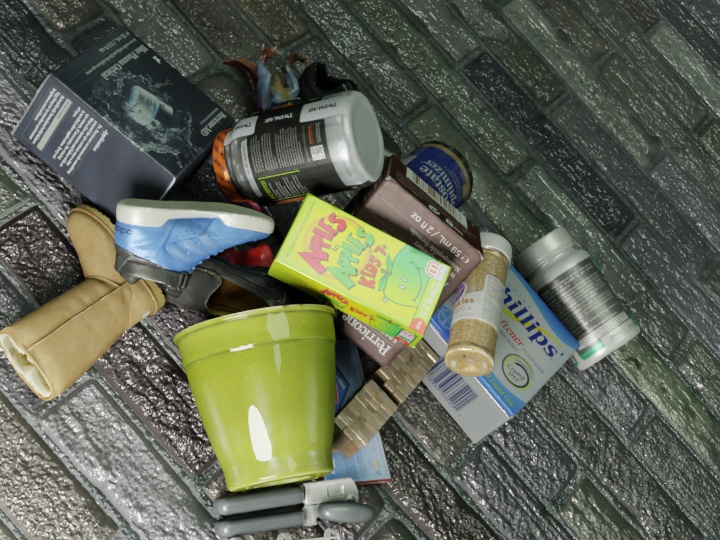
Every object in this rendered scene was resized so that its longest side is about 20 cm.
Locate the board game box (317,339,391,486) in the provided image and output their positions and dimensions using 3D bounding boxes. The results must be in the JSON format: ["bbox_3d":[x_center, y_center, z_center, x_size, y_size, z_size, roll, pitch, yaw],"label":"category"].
[{"bbox_3d":[-0.029,0.186,1.579,0.102,0.019,0.201,2,61,-34],"label":"board game box"}]

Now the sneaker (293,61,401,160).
[{"bbox_3d":[-0.018,-0.229,1.777,0.200,0.091,0.076,37,42,6],"label":"sneaker"}]

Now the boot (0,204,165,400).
[{"bbox_3d":[-0.351,0.031,1.439,0.175,0.066,0.200,48,50,3],"label":"boot"}]

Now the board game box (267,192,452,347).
[{"bbox_3d":[0.000,0.000,1.458,0.199,0.048,0.102,27,64,-4],"label":"board game box"}]

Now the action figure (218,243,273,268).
[{"bbox_3d":[-0.188,-0.006,1.575,0.199,0.099,0.066,14,54,2],"label":"action figure"}]

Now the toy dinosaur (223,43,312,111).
[{"bbox_3d":[-0.109,-0.225,1.733,0.105,0.199,0.183,9,82,-40],"label":"toy dinosaur"}]

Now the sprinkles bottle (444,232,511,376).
[{"bbox_3d":[0.160,0.044,1.618,0.068,0.068,0.201,26,51,-16],"label":"sprinkles bottle"}]

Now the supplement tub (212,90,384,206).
[{"bbox_3d":[-0.080,-0.151,1.531,0.122,0.199,0.123,-9,90,-68],"label":"supplement tub"}]

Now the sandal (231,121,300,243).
[{"bbox_3d":[-0.136,-0.113,1.688,0.075,0.045,0.201,-33,97,-36],"label":"sandal"}]

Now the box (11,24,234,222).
[{"bbox_3d":[-0.299,-0.184,1.544,0.200,0.117,0.197,40,34,-6],"label":"box"}]

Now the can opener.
[{"bbox_3d":[-0.081,0.286,1.453,0.199,0.066,0.053,-1,85,-28],"label":"can opener"}]

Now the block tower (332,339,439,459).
[{"bbox_3d":[0.025,0.165,1.579,0.054,0.058,0.200,46,49,0],"label":"block tower"}]

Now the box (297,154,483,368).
[{"bbox_3d":[0.038,-0.016,1.589,0.166,0.200,0.164,39,14,-8],"label":"box"}]

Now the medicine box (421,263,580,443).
[{"bbox_3d":[0.181,0.107,1.707,0.182,0.103,0.200,49,49,3],"label":"medicine box"}]

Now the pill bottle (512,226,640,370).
[{"bbox_3d":[0.326,0.041,1.833,0.113,0.113,0.201,-26,79,-40],"label":"pill bottle"}]

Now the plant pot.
[{"bbox_3d":[-0.110,0.160,1.444,0.199,0.200,0.194,-3,74,-34],"label":"plant pot"}]

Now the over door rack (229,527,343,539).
[{"bbox_3d":[-0.063,0.394,1.385,0.147,0.067,0.200,1,41,-32],"label":"over door rack"}]

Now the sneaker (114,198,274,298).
[{"bbox_3d":[-0.204,-0.024,1.467,0.199,0.077,0.112,1,104,-30],"label":"sneaker"}]

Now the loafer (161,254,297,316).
[{"bbox_3d":[-0.182,0.023,1.497,0.198,0.073,0.072,5,23,10],"label":"loafer"}]

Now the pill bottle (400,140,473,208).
[{"bbox_3d":[0.071,-0.100,1.759,0.112,0.112,0.200,47,48,1],"label":"pill bottle"}]
